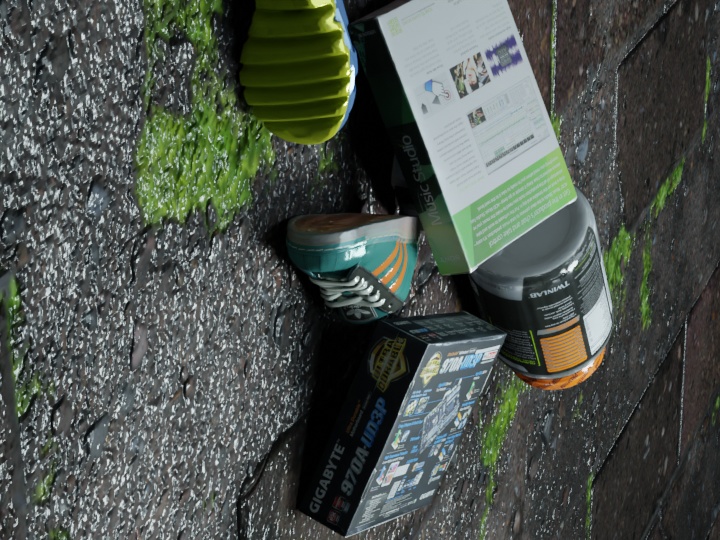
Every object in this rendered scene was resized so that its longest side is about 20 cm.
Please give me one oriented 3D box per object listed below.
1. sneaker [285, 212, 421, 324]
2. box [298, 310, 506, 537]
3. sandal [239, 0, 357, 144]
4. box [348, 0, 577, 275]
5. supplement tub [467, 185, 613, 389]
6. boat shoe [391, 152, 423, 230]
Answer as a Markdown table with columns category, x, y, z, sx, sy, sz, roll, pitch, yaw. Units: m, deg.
| category | x | y | z | sx | sy | sz | roll | pitch | yaw |
| --- | --- | --- | --- | --- | --- | --- | --- | --- | --- |
| sneaker | 0.000 | 0.000 | 1.384 | 0.200 | 0.071 | 0.081 | -6 | 99 | -71 |
| box | 0.036 | 0.114 | 1.499 | 0.160 | 0.046 | 0.200 | -67 | 161 | 10 |
| sandal | -0.035 | -0.175 | 1.224 | 0.087 | 0.079 | 0.201 | -58 | 151 | -54 |
| box | 0.079 | -0.116 | 1.451 | 0.144 | 0.036 | 0.201 | -32 | 105 | -42 |
| supplement tub | 0.163 | 0.015 | 1.754 | 0.200 | 0.122 | 0.123 | 70 | 34 | -53 |
| boat shoe | 0.066 | -0.122 | 1.539 | 0.093 | 0.074 | 0.201 | 88 | 19 | -65 |
